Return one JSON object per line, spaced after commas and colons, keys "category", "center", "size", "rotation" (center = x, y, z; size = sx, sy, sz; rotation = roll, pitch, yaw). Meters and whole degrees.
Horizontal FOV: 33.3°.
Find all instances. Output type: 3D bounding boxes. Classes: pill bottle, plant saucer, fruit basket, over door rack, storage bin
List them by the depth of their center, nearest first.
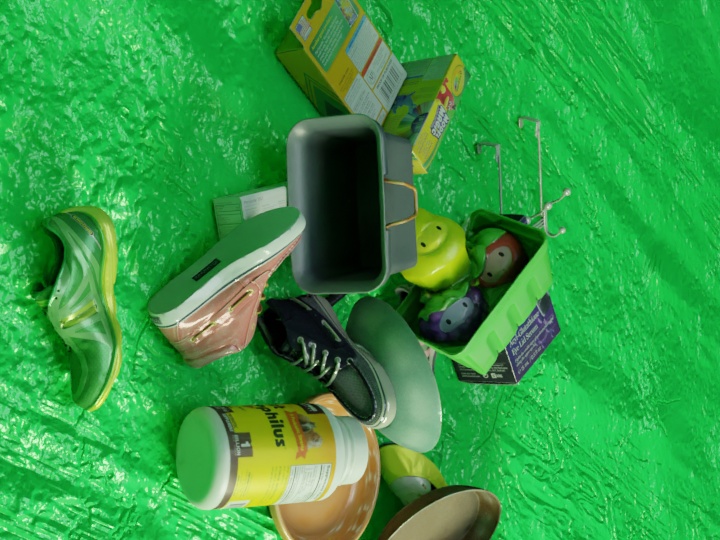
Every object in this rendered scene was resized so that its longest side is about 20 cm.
{"category": "pill bottle", "center": [-0.094, 0.202, 1.324], "size": [0.199, 0.109, 0.110], "rotation": [2, 86, -35]}
{"category": "storage bin", "center": [0.010, -0.079, 1.412], "size": [0.134, 0.145, 0.201], "rotation": [-8, 95, -62]}
{"category": "plant saucer", "center": [0.025, 0.131, 1.444], "size": [0.039, 0.201, 0.202], "rotation": [-21, 106, -25]}
{"category": "plant saucer", "center": [-0.050, 0.249, 1.471], "size": [0.200, 0.037, 0.201], "rotation": [3, 86, -50]}
{"category": "fruit basket", "center": [0.123, 0.001, 1.520], "size": [0.215, 0.155, 0.217], "rotation": [-17, 118, -36]}
{"category": "plant saucer", "center": [0.092, 0.348, 1.571], "size": [0.200, 0.035, 0.201], "rotation": [-20, 136, -21]}
{"category": "over door rack", "center": [0.258, -0.124, 1.847], "size": [0.148, 0.066, 0.201], "rotation": [-32, 113, -48]}

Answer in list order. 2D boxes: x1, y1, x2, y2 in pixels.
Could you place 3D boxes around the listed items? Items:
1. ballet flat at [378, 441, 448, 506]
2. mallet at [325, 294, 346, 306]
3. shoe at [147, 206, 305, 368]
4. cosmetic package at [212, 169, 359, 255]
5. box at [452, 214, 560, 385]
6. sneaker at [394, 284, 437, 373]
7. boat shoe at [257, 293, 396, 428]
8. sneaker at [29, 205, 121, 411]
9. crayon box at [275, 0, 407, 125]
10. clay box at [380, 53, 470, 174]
{"category": "ballet flat", "center": [0.085, 0.299, 1.604], "size": [0.200, 0.067, 0.067], "rotation": [49, 26, -41]}
{"category": "mallet", "center": [0.000, 0.000, 1.552], "size": [0.200, 0.066, 0.041], "rotation": [-37, 114, -29]}
{"category": "shoe", "center": [-0.131, 0.019, 1.318], "size": [0.200, 0.071, 0.091], "rotation": [-38, 125, -14]}
{"category": "cosmetic package", "center": [-0.085, -0.064, 1.430], "size": [0.200, 0.050, 0.083], "rotation": [-19, 106, -50]}
{"category": "box", "center": [0.187, 0.041, 1.721], "size": [0.148, 0.104, 0.201], "rotation": [-43, 121, -42]}
{"category": "sneaker", "center": [0.057, 0.114, 1.599], "size": [0.082, 0.070, 0.201], "rotation": [25, 65, -30]}
{"category": "boat shoe", "center": [-0.046, 0.107, 1.392], "size": [0.092, 0.200, 0.075], "rotation": [0, 129, -45]}
{"category": "sneaker", "center": [-0.282, 0.038, 1.179], "size": [0.083, 0.074, 0.201], "rotation": [-4, 91, -31]}
{"category": "crayon box", "center": [-0.029, -0.271, 1.510], "size": [0.200, 0.051, 0.126], "rotation": [51, 51, -37]}
{"category": "clay box", "center": [0.056, -0.189, 1.561], "size": [0.048, 0.115, 0.201], "rotation": [48, 54, -37]}
